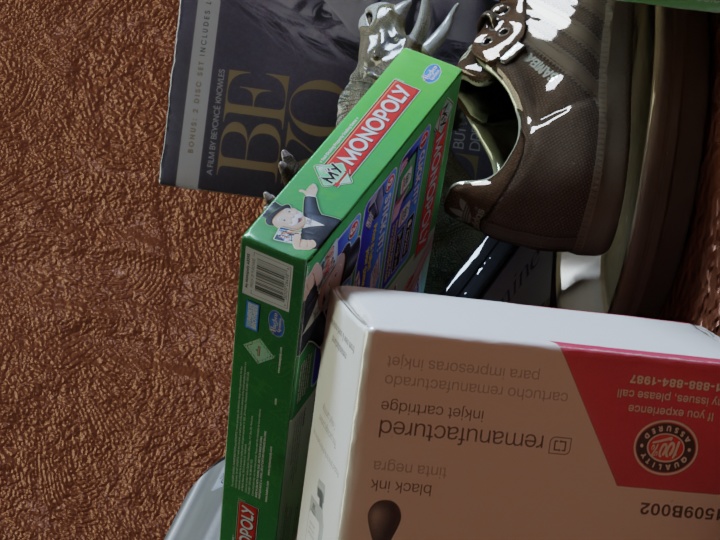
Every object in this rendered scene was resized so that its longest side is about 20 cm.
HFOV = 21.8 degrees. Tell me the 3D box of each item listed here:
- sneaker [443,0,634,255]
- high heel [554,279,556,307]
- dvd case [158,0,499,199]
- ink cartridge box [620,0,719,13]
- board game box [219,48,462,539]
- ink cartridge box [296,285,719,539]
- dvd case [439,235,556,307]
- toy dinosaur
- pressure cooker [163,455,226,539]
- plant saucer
[{"bbox_3d":[0.078,-0.100,0.816,0.071,0.075,0.201,103,173,-56],"label":"sneaker"},{"bbox_3d":[0.102,-0.081,0.993,0.096,0.067,0.201,49,-122,-50],"label":"high heel"},{"bbox_3d":[0.010,-0.102,0.895,0.016,0.198,0.150,-112,30,-85],"label":"dvd case"},{"bbox_3d":[0.124,-0.222,0.704,0.146,0.087,0.201,-87,4,-47],"label":"ink cartridge box"},{"bbox_3d":[-0.010,0.027,0.763,0.135,0.029,0.201,-53,-21,-44],"label":"board game box"},{"bbox_3d":[0.052,0.116,0.673,0.083,0.145,0.202,-132,49,-77],"label":"ink cartridge box"},{"bbox_3d":[0.050,0.064,0.881,0.143,0.017,0.201,-51,-24,-28],"label":"dvd case"},{"bbox_3d":[0.020,-0.020,0.859,0.077,0.102,0.201,-49,-60,-72],"label":"toy dinosaur"},{"bbox_3d":[-0.046,0.207,0.994,0.176,0.178,0.200,-56,5,31],"label":"pressure cooker"},{"bbox_3d":[0.122,-0.055,0.846,0.200,0.029,0.202,-173,90,-85],"label":"plant saucer"}]
